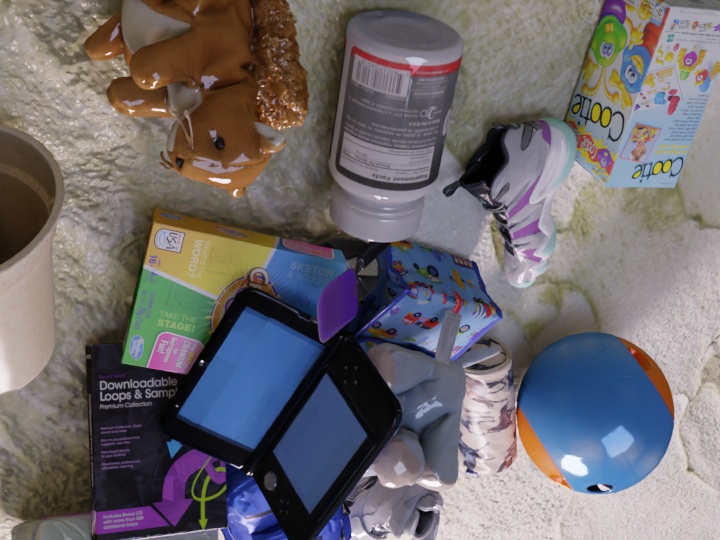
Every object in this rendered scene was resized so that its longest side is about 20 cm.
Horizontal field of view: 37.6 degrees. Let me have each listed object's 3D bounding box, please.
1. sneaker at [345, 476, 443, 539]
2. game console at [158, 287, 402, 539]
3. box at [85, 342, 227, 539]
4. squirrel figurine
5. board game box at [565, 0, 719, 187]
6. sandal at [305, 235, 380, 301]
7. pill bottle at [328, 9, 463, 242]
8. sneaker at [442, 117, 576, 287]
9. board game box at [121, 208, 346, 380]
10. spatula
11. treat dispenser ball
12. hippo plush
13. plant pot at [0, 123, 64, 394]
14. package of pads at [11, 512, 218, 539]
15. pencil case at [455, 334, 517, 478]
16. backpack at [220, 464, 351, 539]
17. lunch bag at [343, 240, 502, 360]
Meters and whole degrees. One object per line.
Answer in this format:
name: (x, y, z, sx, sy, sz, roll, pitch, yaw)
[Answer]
sneaker: (0.028, 0.325, 1.361, 0.075, 0.115, 0.201, 29, 106, -38)
game console: (-0.083, 0.149, 1.042, 0.117, 0.171, 0.201, 9, 124, -45)
box: (-0.212, 0.174, 1.107, 0.141, 0.036, 0.204, -1, 84, -28)
squirrel figurine: (-0.110, -0.162, 0.888, 0.198, 0.188, 0.141, -17, 162, -42)
board game box: (0.307, -0.203, 1.144, 0.103, 0.103, 0.203, -2, 123, -27)
sandal: (-0.076, 0.010, 1.125, 0.198, 0.057, 0.081, -16, 113, -5)
pill bottle: (0.029, -0.139, 1.034, 0.112, 0.114, 0.203, -6, 126, -24)
sneaker: (0.152, -0.074, 1.178, 0.138, 0.078, 0.203, -3, 114, -24)
board game box: (-0.128, 0.035, 1.069, 0.197, 0.040, 0.155, 11, 108, -16)
spatula: (0.000, 0.000, 1.068, 0.020, 0.200, 0.057, 5, 120, 18)
treat dispenser ball: (0.297, 0.180, 1.344, 0.198, 0.201, 0.203, -14, 128, -18)
hippo plush: (0.024, 0.142, 1.149, 0.159, 0.160, 0.202, 37, 59, -30)
plant pot: (-0.342, 0.007, 0.907, 0.198, 0.202, 0.185, -15, 140, -18)
package of pads: (-0.275, 0.299, 1.168, 0.197, 0.069, 0.154, 3, 165, -30)
pencil case: (0.153, 0.171, 1.343, 0.088, 0.078, 0.202, -5, 128, 5)
backpack: (-0.087, 0.261, 1.222, 0.161, 0.168, 0.202, -24, 133, -18)
lunch bag: (0.038, 0.072, 1.222, 0.149, 0.095, 0.201, 14, 127, -36)
